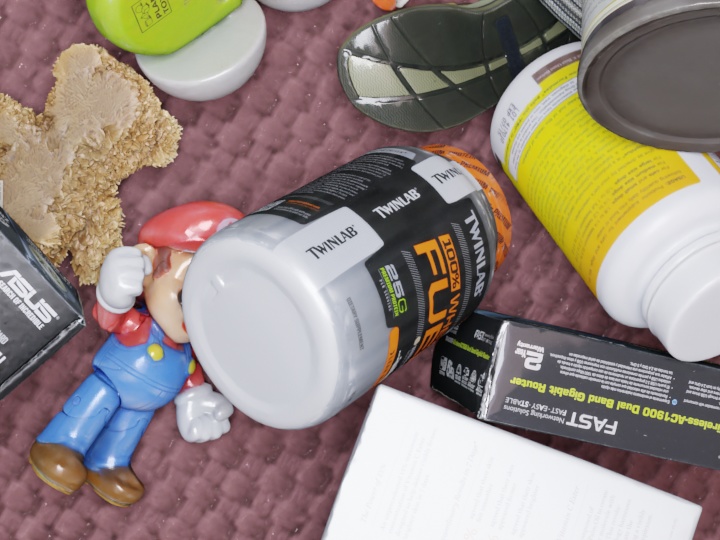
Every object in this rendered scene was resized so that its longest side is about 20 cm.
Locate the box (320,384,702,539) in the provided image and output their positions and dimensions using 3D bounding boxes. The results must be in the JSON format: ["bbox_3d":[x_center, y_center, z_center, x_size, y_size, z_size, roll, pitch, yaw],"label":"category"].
[{"bbox_3d":[0.081,0.163,0.810,0.198,0.098,0.125,21,81,3],"label":"box"}]

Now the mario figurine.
[{"bbox_3d":[-0.121,0.052,0.841,0.105,0.123,0.201,28,92,4],"label":"mario figurine"}]

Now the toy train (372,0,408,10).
[{"bbox_3d":[0.060,-0.254,0.840,0.055,0.150,0.201,38,90,-7],"label":"toy train"}]

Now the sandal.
[{"bbox_3d":[0.073,-0.144,0.896,0.200,0.057,0.080,-20,107,-25],"label":"sandal"}]

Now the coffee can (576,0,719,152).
[{"bbox_3d":[0.194,-0.189,0.758,0.145,0.147,0.202,9,66,-9],"label":"coffee can"}]

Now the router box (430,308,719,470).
[{"bbox_3d":[0.155,0.074,0.867,0.198,0.150,0.063,12,91,-10],"label":"router box"}]

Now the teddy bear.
[{"bbox_3d":[-0.204,-0.050,0.856,0.144,0.067,0.201,26,95,0],"label":"teddy bear"}]

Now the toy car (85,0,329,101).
[{"bbox_3d":[-0.103,-0.219,0.818,0.149,0.176,0.200,32,68,28],"label":"toy car"}]

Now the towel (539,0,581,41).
[{"bbox_3d":[0.198,-0.234,0.891,0.192,0.034,0.201,37,85,-26],"label":"towel"}]

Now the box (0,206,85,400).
[{"bbox_3d":[-0.280,0.003,0.761,0.164,0.086,0.200,-40,108,-4],"label":"box"}]

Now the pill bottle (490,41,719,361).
[{"bbox_3d":[0.168,-0.043,0.836,0.108,0.201,0.110,-18,140,-16],"label":"pill bottle"}]

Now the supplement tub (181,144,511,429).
[{"bbox_3d":[0.000,0.000,0.815,0.200,0.122,0.123,-32,99,-45],"label":"supplement tub"}]
